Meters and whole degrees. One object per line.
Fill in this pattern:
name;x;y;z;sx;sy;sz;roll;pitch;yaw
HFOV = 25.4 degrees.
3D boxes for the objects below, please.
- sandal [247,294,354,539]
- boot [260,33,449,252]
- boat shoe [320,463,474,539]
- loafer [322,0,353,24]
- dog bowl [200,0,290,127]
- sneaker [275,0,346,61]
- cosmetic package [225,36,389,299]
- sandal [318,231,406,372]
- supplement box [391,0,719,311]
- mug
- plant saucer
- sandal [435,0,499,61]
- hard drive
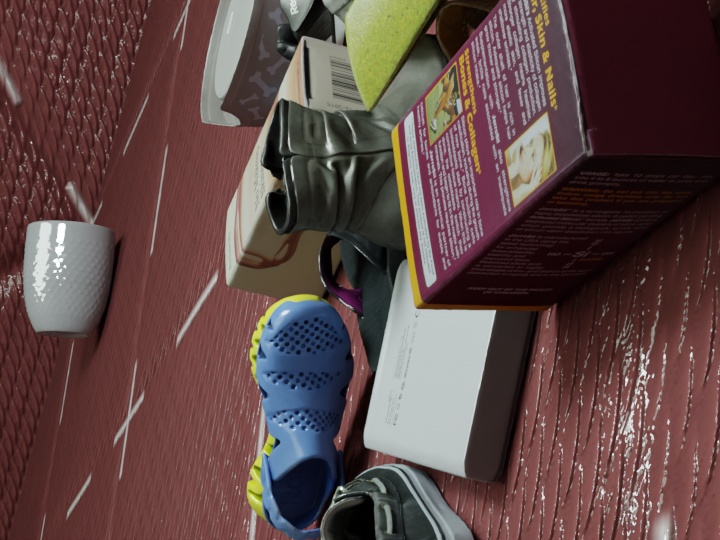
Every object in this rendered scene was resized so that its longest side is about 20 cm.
sandal;-0.038;0.115;1.160;0.087;0.079;0.201;-123;30;-62
boot;-0.001;-0.103;1.120;0.068;0.130;0.201;123;155;-50
boat shoe;0.010;0.156;0.983;0.200;0.070;0.073;-175;98;-74
loafer;0.043;-0.260;1.151;0.201;0.070;0.070;-61;14;-8
dog bowl;-0.101;-0.232;1.557;0.200;0.058;0.202;-166;90;-74
sneaker;-0.020;-0.231;1.359;0.200;0.090;0.067;127;150;-55
cosmetic package;-0.042;-0.079;1.318;0.104;0.087;0.201;-96;25;-47
sandal;0.000;-0.001;1.182;0.201;0.048;0.076;-108;34;-59
supplement box;0.095;-0.064;0.808;0.200;0.085;0.111;134;132;-59
mug;-0.478;0.024;2.656;0.200;0.147;0.177;43;-131;-74
plant saucer;0.061;-0.226;1.003;0.200;0.048;0.200;-56;2;42
sandal;0.082;-0.146;0.984;0.212;0.069;0.078;-99;27;-53
hard drive;0.053;0.056;0.999;0.200;0.027;0.133;176;107;-74
